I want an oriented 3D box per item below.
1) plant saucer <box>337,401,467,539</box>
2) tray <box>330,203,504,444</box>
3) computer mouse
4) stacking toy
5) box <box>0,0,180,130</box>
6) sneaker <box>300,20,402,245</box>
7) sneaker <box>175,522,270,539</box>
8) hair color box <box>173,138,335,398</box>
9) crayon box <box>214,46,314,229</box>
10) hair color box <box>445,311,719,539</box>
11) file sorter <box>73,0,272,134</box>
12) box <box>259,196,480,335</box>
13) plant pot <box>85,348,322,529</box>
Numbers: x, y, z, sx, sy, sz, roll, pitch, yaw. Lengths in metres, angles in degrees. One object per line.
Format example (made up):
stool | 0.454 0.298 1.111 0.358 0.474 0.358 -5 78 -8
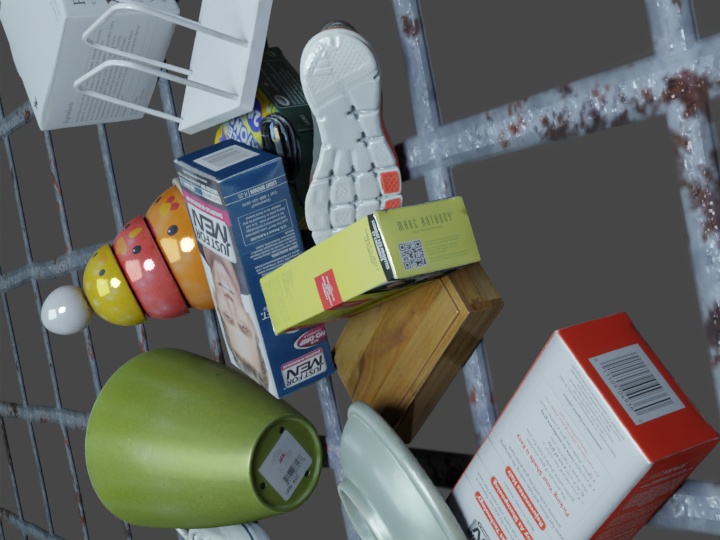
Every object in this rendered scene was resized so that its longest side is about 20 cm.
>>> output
plant saucer | 0.030 0.197 0.867 0.200 0.050 0.200 56 167 20
tray | 0.037 0.049 0.890 0.099 0.037 0.200 61 147 28
computer mouse | -0.050 -0.038 0.948 0.059 0.034 0.200 13 131 44
stacking toy | -0.224 0.010 1.132 0.146 0.200 0.146 58 169 18
box | -0.313 -0.298 1.269 0.199 0.131 0.200 66 148 20
sneaker | -0.006 -0.104 0.897 0.082 0.077 0.200 -90 0 -60
sneaker | -0.156 0.313 1.278 0.200 0.071 0.073 20 117 56
hair color box | -0.089 -0.002 0.959 0.100 0.060 0.200 26 135 56
crayon box | -0.088 -0.085 1.039 0.126 0.052 0.200 54 143 36
hair color box | 0.133 0.130 0.727 0.102 0.061 0.200 58 144 30
file sorter | -0.157 -0.237 0.967 0.139 0.124 0.200 -5 74 61
box | 0.000 0.000 0.827 0.200 0.075 0.050 -25 79 58
plant pot | -0.137 0.176 1.120 0.200 0.187 0.187 1 102 44
